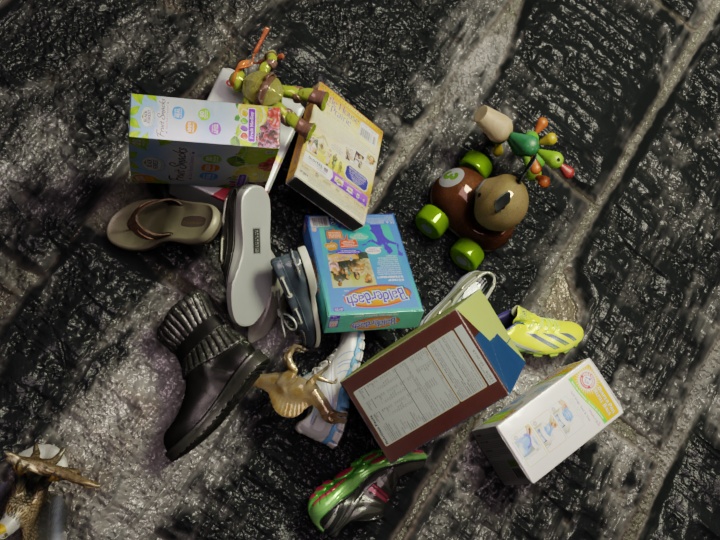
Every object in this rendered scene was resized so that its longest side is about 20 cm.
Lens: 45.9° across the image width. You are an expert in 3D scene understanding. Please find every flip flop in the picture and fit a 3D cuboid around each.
[{"bbox_3d":[-0.293,-0.072,1.239,0.198,0.057,0.082,2,74,28],"label":"flip flop"}]

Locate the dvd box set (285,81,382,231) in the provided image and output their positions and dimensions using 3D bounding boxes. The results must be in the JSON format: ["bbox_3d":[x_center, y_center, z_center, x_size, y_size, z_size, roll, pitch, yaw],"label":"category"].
[{"bbox_3d":[-0.037,-0.181,1.344,0.146,0.029,0.202,33,51,-30],"label":"dvd box set"}]

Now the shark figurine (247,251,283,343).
[{"bbox_3d":[-0.156,-0.016,1.295,0.127,0.089,0.216,-25,86,-21],"label":"shark figurine"}]

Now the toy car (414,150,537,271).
[{"bbox_3d":[0.206,-0.119,1.361,0.158,0.200,0.165,41,69,-3],"label":"toy car"}]

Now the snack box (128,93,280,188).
[{"bbox_3d":[-0.220,-0.173,1.183,0.197,0.169,0.069,3,75,-12],"label":"snack box"}]

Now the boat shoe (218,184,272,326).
[{"bbox_3d":[-0.170,-0.022,1.230,0.070,0.063,0.203,5,89,-44],"label":"boat shoe"}]

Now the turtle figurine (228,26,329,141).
[{"bbox_3d":[-0.131,-0.271,1.274,0.160,0.065,0.202,23,69,3],"label":"turtle figurine"}]

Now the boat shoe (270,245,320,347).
[{"bbox_3d":[-0.094,0.048,1.251,0.061,0.201,0.075,-15,53,-9],"label":"boat shoe"}]

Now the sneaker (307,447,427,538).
[{"bbox_3d":[0.014,0.328,1.273,0.198,0.077,0.085,-27,102,-17],"label":"sneaker"}]

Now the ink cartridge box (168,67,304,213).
[{"bbox_3d":[-0.192,-0.189,1.328,0.144,0.083,0.202,25,71,-8],"label":"ink cartridge box"}]

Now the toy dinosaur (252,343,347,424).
[{"bbox_3d":[-0.106,0.160,1.239,0.198,0.058,0.102,18,76,13],"label":"toy dinosaur"}]

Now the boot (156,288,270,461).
[{"bbox_3d":[-0.247,0.150,1.227,0.157,0.079,0.212,40,86,10],"label":"boot"}]

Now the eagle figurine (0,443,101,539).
[{"bbox_3d":[-0.452,0.336,1.119,0.151,0.150,0.202,29,102,34],"label":"eagle figurine"}]

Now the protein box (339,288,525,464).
[{"bbox_3d":[0.111,0.147,1.228,0.199,0.198,0.136,-34,86,18],"label":"protein box"}]

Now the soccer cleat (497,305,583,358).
[{"bbox_3d":[0.278,0.097,1.390,0.197,0.065,0.085,-4,107,-15],"label":"soccer cleat"}]

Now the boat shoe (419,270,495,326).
[{"bbox_3d":[0.147,0.076,1.369,0.072,0.062,0.201,36,71,-4],"label":"boat shoe"}]

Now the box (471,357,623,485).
[{"bbox_3d":[0.294,0.239,1.343,0.199,0.113,0.102,-31,85,-19],"label":"box"}]

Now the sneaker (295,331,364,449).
[{"bbox_3d":[-0.049,0.161,1.290,0.086,0.075,0.202,16,72,-5],"label":"sneaker"}]

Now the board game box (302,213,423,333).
[{"bbox_3d":[0.000,0.000,1.313,0.150,0.045,0.202,-2,50,-16],"label":"board game box"}]

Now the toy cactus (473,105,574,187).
[{"bbox_3d":[0.259,-0.221,1.400,0.164,0.201,0.103,30,107,-32],"label":"toy cactus"}]
